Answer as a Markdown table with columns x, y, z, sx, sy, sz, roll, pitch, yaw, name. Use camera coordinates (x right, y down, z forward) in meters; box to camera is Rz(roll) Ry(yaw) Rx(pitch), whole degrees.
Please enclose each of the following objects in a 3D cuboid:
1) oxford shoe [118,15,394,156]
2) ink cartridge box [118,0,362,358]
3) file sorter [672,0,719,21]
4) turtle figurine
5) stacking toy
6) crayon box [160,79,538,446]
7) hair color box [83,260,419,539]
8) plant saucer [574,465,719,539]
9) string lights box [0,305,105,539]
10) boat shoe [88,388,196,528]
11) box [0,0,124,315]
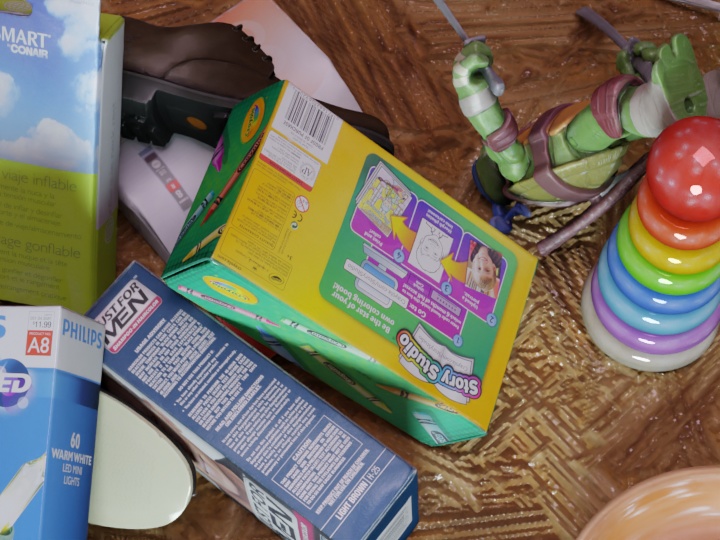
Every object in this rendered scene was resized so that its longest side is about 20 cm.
| x | y | z | sx | sy | sz | roll | pitch | yaw | name |
| --- | --- | --- | --- | --- | --- | --- | --- | --- | --- |
| -0.070 | -0.111 | 0.940 | 0.199 | 0.073 | 0.085 | 18 | 66 | 3 | oxford shoe |
| -0.065 | -0.063 | 0.976 | 0.162 | 0.050 | 0.200 | -36 | 65 | -17 | ink cartridge box |
| 0.203 | -0.231 | 0.959 | 0.124 | 0.200 | 0.139 | 18 | 102 | 14 | file sorter |
| 0.132 | -0.121 | 0.922 | 0.144 | 0.193 | 0.201 | 29 | 67 | -34 | turtle figurine |
| 0.176 | -0.021 | 0.867 | 0.085 | 0.200 | 0.086 | 0 | 62 | 0 | stacking toy |
| 0.000 | 0.000 | 0.878 | 0.200 | 0.058 | 0.119 | 34 | 60 | -25 | crayon box |
| -0.063 | 0.089 | 0.867 | 0.200 | 0.100 | 0.061 | 36 | 71 | 17 | hair color box |
| 0.199 | 0.205 | 0.842 | 0.199 | 0.038 | 0.201 | 0 | 62 | -1 | plant saucer |
| -0.196 | 0.121 | 0.805 | 0.102 | 0.059 | 0.201 | 0 | 79 | 15 | string lights box |
| -0.177 | 0.087 | 0.877 | 0.200 | 0.063 | 0.074 | 17 | 98 | 16 | boat shoe |
| -0.202 | -0.078 | 0.906 | 0.121 | 0.201 | 0.048 | 10 | 28 | 5 | box |
